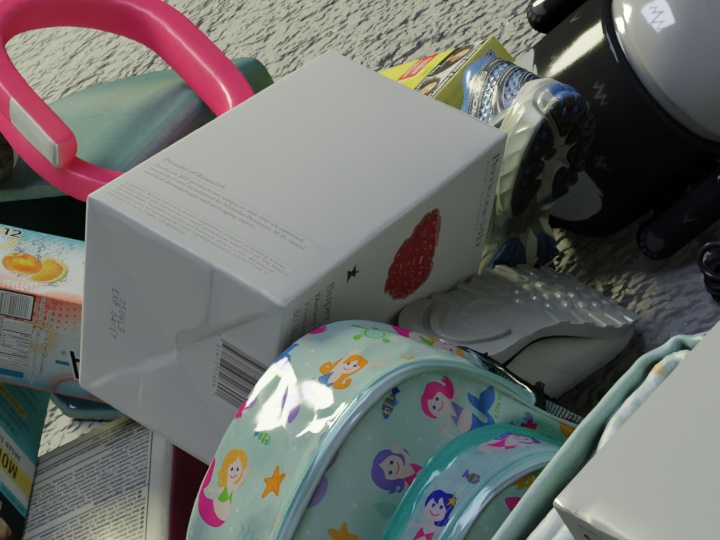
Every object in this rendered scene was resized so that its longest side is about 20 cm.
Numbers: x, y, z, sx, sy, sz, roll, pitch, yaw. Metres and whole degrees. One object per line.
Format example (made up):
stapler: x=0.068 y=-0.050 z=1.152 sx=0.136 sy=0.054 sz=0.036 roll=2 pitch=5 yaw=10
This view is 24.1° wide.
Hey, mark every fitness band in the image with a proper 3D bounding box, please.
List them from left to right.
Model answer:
fitness band: x=-0.147 y=-0.107 z=1.013 sx=0.143 sy=0.038 sz=0.200 roll=-19 pitch=50 yaw=-32

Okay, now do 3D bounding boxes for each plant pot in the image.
plant pot: x=-0.130 y=-0.038 z=1.140 sx=0.195 sy=0.197 sz=0.200 roll=-2 pitch=39 yaw=39

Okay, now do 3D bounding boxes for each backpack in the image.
backpack: x=0.030 y=0.122 z=0.750 sx=0.150 sy=0.200 sz=0.178 roll=24 pitch=85 yaw=57

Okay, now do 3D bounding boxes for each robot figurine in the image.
robot figurine: x=0.157 y=-0.098 z=0.998 sx=0.200 sy=0.150 sz=0.125 roll=-38 pitch=15 yaw=37

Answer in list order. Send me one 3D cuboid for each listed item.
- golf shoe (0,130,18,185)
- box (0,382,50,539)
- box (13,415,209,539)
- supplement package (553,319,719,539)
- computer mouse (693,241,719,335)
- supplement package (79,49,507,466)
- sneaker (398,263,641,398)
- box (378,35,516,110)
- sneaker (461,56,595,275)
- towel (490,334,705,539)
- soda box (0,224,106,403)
golf shoe: x=-0.256 y=-0.104 z=1.088 sx=0.088 sy=0.078 sz=0.200 roll=-21 pitch=27 yaw=-29
box: x=-0.223 y=0.107 z=0.923 sx=0.049 sy=0.082 sz=0.201 roll=-24 pitch=34 yaw=16
box: x=-0.128 y=0.188 z=0.911 sx=0.127 sy=0.109 sz=0.200 roll=-25 pitch=34 yaw=14
supplement package: x=0.180 y=0.131 z=0.635 sx=0.110 sy=0.200 sz=0.114 roll=-44 pitch=35 yaw=-16
computer mouse: x=0.187 y=0.059 z=0.866 sx=0.109 sy=0.044 sz=0.200 roll=-3 pitch=42 yaw=48
supplement package: x=-0.031 y=-0.007 z=0.856 sx=0.119 sy=0.122 sz=0.200 roll=27 pitch=41 yaw=23
sneaker: x=0.077 y=0.051 z=0.902 sx=0.076 sy=0.081 sz=0.199 roll=26 pitch=24 yaw=35
box: x=0.037 y=-0.106 z=1.149 sx=0.075 sy=0.050 sz=0.200 roll=-47 pitch=16 yaw=-17
sneaker: x=0.068 y=-0.034 z=0.972 sx=0.077 sy=0.201 sz=0.085 roll=-13 pitch=44 yaw=-41
towel: x=0.112 y=0.151 z=0.694 sx=0.200 sy=0.172 sz=0.048 roll=-46 pitch=36 yaw=-18
soda box: x=-0.115 y=0.035 z=0.938 sx=0.199 sy=0.064 sz=0.069 roll=13 pitch=29 yaw=-5
